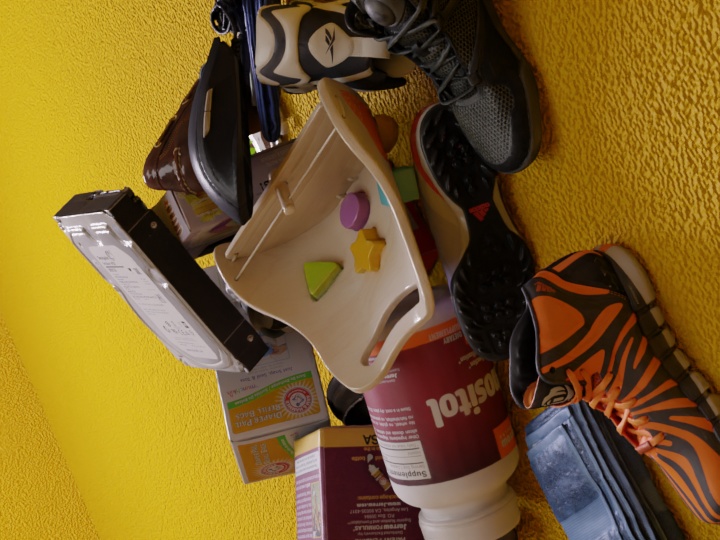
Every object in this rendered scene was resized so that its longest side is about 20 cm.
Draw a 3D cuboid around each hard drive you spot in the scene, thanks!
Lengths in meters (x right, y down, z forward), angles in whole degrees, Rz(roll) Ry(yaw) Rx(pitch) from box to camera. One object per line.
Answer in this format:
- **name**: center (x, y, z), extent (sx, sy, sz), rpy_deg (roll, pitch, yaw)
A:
- **hard drive**: center (-0.185, 0.012, 1.190), extent (0.139, 0.038, 0.201), rpy_deg (0, 133, 56)

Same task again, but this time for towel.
- **towel**: center (0.187, 0.192, 0.957), extent (0.201, 0.048, 0.112), rpy_deg (63, 156, 14)
- **towel**: center (-0.076, -0.217, 1.119), extent (0.201, 0.024, 0.146), rpy_deg (-89, -5, -57)

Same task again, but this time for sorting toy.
- **sorting toy**: center (-0.006, -0.011, 1.002), extent (0.200, 0.106, 0.181), rpy_deg (-53, 50, 39)

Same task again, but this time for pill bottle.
- **pill bottle**: center (0.067, 0.122, 1.077), extent (0.113, 0.112, 0.202), rpy_deg (0, 109, 64)

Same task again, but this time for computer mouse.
- **computer mouse**: center (-0.111, -0.133, 1.023), extent (0.140, 0.045, 0.203), rpy_deg (98, 168, -88)

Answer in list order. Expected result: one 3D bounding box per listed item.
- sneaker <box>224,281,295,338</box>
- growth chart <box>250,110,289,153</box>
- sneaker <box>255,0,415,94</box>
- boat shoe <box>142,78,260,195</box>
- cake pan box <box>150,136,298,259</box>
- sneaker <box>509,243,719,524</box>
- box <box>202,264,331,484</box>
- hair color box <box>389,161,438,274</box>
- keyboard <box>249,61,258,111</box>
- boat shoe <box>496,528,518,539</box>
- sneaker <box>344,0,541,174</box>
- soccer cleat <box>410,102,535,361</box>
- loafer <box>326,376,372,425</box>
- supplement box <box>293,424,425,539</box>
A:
- **sneaker**: center (-0.068, 0.012, 1.192), extent (0.080, 0.073, 0.200), rpy_deg (60, 161, 5)
- **growth chart**: center (-0.118, -0.150, 1.368), extent (0.146, 0.018, 0.200), rpy_deg (63, 156, 14)
- **sneaker**: center (-0.002, -0.180, 1.039), extent (0.199, 0.128, 0.081), rpy_deg (-22, -64, -80)
- **boat shoe**: center (-0.131, -0.132, 1.120), extent (0.070, 0.201, 0.071), rpy_deg (-8, 118, 20)
- **cake pan box**: center (-0.114, -0.063, 1.226), extent (0.053, 0.183, 0.200), rpy_deg (67, 155, 4)
- **sneaker**: center (0.163, 0.087, 0.848), extent (0.201, 0.111, 0.078), rpy_deg (62, 155, 17)
- **box**: center (-0.096, 0.099, 1.325), extent (0.113, 0.100, 0.202), rpy_deg (84, 172, -58)
- **hair color box**: center (0.000, 0.000, 1.184), extent (0.102, 0.061, 0.200), rpy_deg (61, 153, 20)
- **keyboard**: center (-0.093, -0.238, 1.118), extent (0.056, 0.011, 0.203), rpy_deg (-43, -51, -79)
- **boat shoe**: center (0.105, 0.265, 1.173), extent (0.074, 0.074, 0.200), rpy_deg (57, 164, 2)
- **sneaker**: center (0.051, -0.153, 0.891), extent (0.076, 0.114, 0.201), rpy_deg (-17, 95, 49)
- **soccer cleat**: center (0.084, -0.031, 0.995), extent (0.073, 0.067, 0.202), rpy_deg (-157, 49, -79)
- **loafer**: center (0.022, 0.107, 1.205), extent (0.071, 0.072, 0.201), rpy_deg (59, 154, 21)
- **supplement box**: center (0.001, 0.247, 1.182), extent (0.131, 0.102, 0.203), rpy_deg (142, 127, -71)
